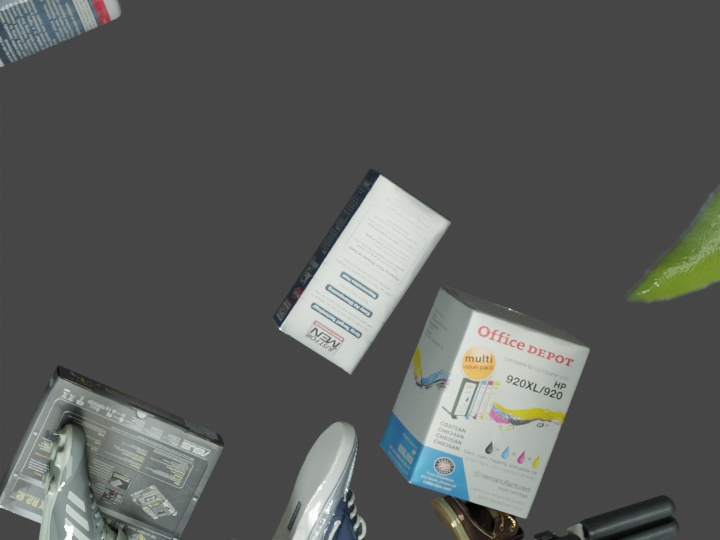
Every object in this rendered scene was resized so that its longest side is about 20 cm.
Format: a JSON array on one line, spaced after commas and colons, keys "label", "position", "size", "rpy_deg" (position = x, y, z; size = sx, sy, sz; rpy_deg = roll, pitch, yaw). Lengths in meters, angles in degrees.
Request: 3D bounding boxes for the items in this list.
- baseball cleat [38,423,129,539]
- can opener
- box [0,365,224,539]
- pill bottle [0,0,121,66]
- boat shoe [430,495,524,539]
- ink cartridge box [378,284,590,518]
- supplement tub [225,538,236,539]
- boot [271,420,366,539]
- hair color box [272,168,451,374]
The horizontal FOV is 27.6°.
[{"label": "baseball cleat", "position": [-0.289, 0.254, 1.540], "size": [0.106, 0.070, 0.201], "rpy_deg": [8, 110, -19]}, {"label": "can opener", "position": [0.284, 0.320, 1.716], "size": [0.199, 0.067, 0.054], "rpy_deg": [-16, 104, -8]}, {"label": "box", "position": [-0.270, 0.215, 1.588], "size": [0.199, 0.048, 0.159], "rpy_deg": [25, 96, -15]}, {"label": "pill bottle", "position": [-0.348, -0.268, 1.444], "size": [0.199, 0.120, 0.120], "rpy_deg": [-25, 104, -7]}, {"label": "boat shoe", "position": [0.138, 0.280, 1.633], "size": [0.072, 0.072, 0.200], "rpy_deg": [-40, 145, 0]}, {"label": "ink cartridge box", "position": [0.134, 0.140, 1.611], "size": [0.147, 0.145, 0.201], "rpy_deg": [19, 95, -14]}, {"label": "supplement tub", "position": [-0.190, 0.394, 1.601], "size": [0.200, 0.123, 0.123], "rpy_deg": [-32, 105, -4]}, {"label": "boot", "position": [-0.029, 0.268, 1.646], "size": [0.090, 0.073, 0.201], "rpy_deg": [21, 102, -23]}, {"label": "hair color box", "position": [0.000, 0.000, 1.600], "size": [0.100, 0.061, 0.200], "rpy_deg": [33, 92, -15]}]
